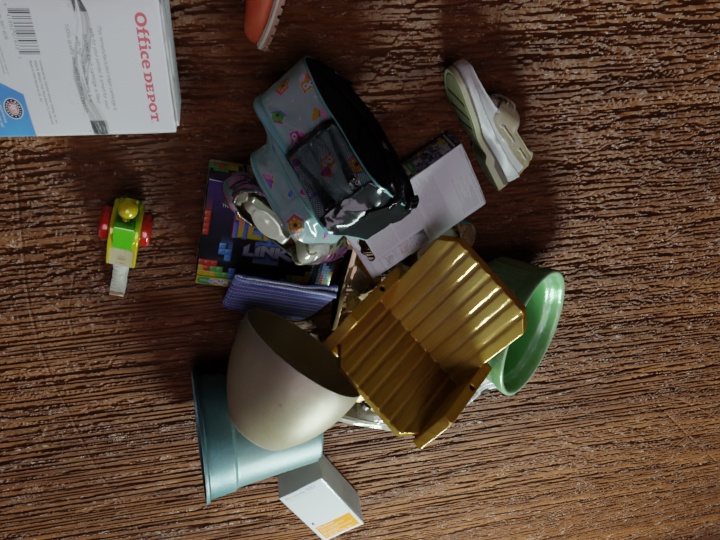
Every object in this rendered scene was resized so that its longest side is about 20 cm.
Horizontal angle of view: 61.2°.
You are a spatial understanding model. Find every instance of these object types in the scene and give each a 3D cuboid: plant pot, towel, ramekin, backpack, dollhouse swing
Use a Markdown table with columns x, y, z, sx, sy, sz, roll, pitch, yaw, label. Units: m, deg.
| x | y | z | sx | sy | sz | roll | pitch | yaw | label |
| --- | --- | --- | --- | --- | --- | --- | --- | --- | --- |
| -0.168 | 0.254 | 0.993 | 0.189 | 0.202 | 0.205 | -6 | 129 | -18 | plant pot |
| -0.120 | 0.036 | 0.865 | 0.140 | 0.025 | 0.200 | 8 | 165 | -16 | towel |
| 0.231 | 0.079 | 0.953 | 0.198 | 0.096 | 0.206 | -31 | 133 | -40 | ramekin |
| -0.041 | -0.135 | 0.714 | 0.150 | 0.205 | 0.175 | -27 | 173 | 20 | backpack |
| 0.093 | 0.091 | 0.818 | 0.201 | 0.181 | 0.176 | 47 | 144 | 3 | dollhouse swing |
| -0.113 | 0.170 | 0.862 | 0.198 | 0.200 | 0.136 | 31 | 97 | -31 | plant pot |

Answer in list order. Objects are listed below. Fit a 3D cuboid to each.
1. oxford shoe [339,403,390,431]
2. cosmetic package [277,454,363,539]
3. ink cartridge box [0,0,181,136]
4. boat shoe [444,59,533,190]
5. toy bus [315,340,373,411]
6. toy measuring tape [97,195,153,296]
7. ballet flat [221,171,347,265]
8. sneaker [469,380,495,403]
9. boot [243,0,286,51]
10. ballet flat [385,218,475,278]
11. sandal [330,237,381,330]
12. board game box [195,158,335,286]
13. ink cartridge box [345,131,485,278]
| x | y | z | sx | sy | sz | roll | pitch | yaw | label |
| --- | --- | --- | --- | --- | --- | --- | --- | --- | --- |
| 0.017 | 0.258 | 1.120 | 0.193 | 0.075 | 0.060 | 10 | 86 | -10 | oxford shoe |
| -0.079 | 0.459 | 1.237 | 0.099 | 0.072 | 0.202 | -26 | 128 | 8 | cosmetic package |
| -0.299 | -0.231 | 0.653 | 0.193 | 0.085 | 0.148 | -3 | 128 | -10 | ink cartridge box |
| 0.170 | -0.200 | 0.802 | 0.067 | 0.076 | 0.201 | -33 | 134 | 6 | boat shoe |
| -0.003 | 0.174 | 1.034 | 0.065 | 0.079 | 0.198 | -40 | 125 | 20 | toy bus |
| -0.318 | -0.040 | 0.823 | 0.071 | 0.076 | 0.201 | 10 | 147 | -19 | toy measuring tape |
| -0.092 | -0.051 | 0.777 | 0.198 | 0.072 | 0.069 | 34 | 112 | -32 | ballet flat |
| 0.205 | 0.185 | 1.108 | 0.195 | 0.074 | 0.082 | -25 | 115 | 1 | sneaker |
| -0.116 | -0.339 | 0.628 | 0.103 | 0.076 | 0.206 | 5 | 117 | -13 | boot |
| 0.088 | -0.009 | 0.919 | 0.200 | 0.071 | 0.065 | -46 | 152 | 12 | ballet flat |
| 0.000 | 0.003 | 0.906 | 0.067 | 0.078 | 0.218 | 4 | 121 | -9 | sandal |
| -0.123 | -0.053 | 0.848 | 0.193 | 0.057 | 0.169 | 6 | 126 | -17 | board game box |
| 0.070 | -0.089 | 0.854 | 0.197 | 0.051 | 0.110 | -33 | 128 | 3 | ink cartridge box |
